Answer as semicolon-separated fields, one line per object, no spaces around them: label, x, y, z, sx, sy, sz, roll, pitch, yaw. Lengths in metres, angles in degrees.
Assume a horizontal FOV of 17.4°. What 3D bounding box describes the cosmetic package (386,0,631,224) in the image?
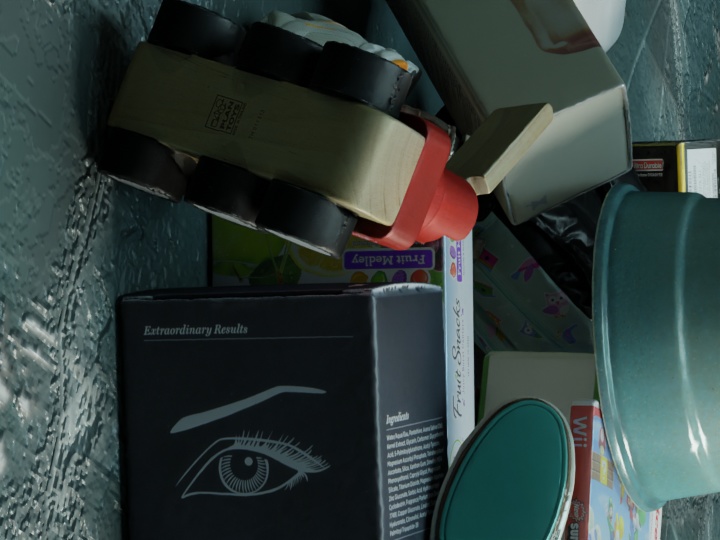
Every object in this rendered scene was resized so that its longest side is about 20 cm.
cosmetic package;0.085;-0.145;1.461;0.104;0.087;0.201;76;-11;-61

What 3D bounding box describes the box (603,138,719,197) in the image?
box;0.176;-0.012;1.693;0.049;0.199;0.161;-8;96;-38

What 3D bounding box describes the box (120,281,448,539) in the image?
box;-0.036;0.107;1.229;0.104;0.147;0.202;-2;91;-67

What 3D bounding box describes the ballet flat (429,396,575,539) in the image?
ballet flat;0.064;0.164;1.215;0.069;0.069;0.201;52;46;-55

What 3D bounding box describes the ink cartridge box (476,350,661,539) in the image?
ink cartridge box;0.135;0.154;1.514;0.200;0.083;0.146;51;42;-61

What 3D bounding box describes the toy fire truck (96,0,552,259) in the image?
toy fire truck;-0.005;-0.066;1.216;0.200;0.175;0.130;26;84;-51

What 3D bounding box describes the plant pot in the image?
plant pot;0.258;0.039;1.410;0.200;0.194;0.202;-5;90;-70

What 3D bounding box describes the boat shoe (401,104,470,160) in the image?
boat shoe;0.000;0.000;1.375;0.201;0.059;0.072;-60;-174;11

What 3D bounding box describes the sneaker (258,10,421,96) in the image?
sneaker;-0.021;-0.116;1.382;0.076;0.092;0.200;-56;176;-3

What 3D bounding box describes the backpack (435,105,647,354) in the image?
backpack;0.115;-0.020;1.586;0.200;0.126;0.167;50;43;-15

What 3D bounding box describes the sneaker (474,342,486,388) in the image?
sneaker;0.078;0.145;1.608;0.082;0.076;0.202;8;80;-60

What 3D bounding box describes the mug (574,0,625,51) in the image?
mug;0.135;-0.230;1.682;0.187;0.148;0.154;-52;144;-47

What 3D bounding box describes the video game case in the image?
video game case;0.146;0.188;1.395;0.143;0.017;0.202;32;59;-65

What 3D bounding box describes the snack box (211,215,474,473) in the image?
snack box;-0.010;0.048;1.304;0.053;0.141;0.202;3;87;-67

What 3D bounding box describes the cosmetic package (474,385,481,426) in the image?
cosmetic package;0.021;0.165;1.443;0.103;0.087;0.202;31;60;-67
